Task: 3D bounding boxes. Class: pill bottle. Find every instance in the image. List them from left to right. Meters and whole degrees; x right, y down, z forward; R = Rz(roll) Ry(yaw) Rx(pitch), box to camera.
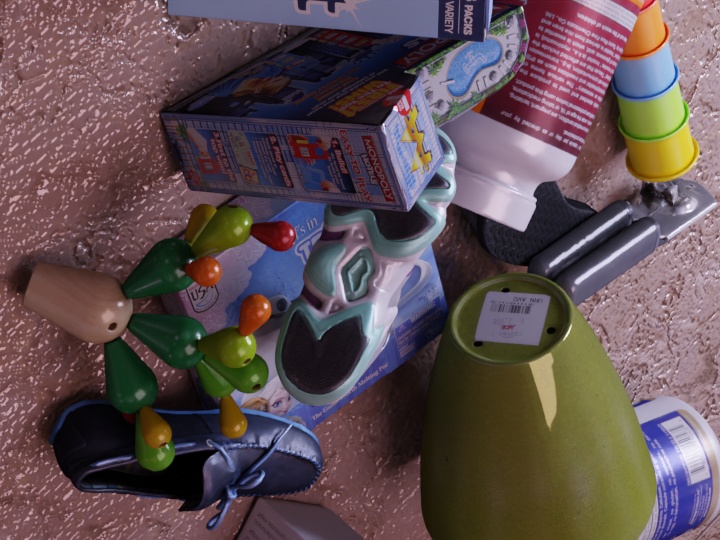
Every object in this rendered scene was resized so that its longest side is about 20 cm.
[{"bbox_3d":[0.115,-0.135,1.474,0.113,0.113,0.201,18,96,-47],"label":"pill bottle"},{"bbox_3d":[0.199,0.187,1.778,0.199,0.120,0.121,-16,126,-34],"label":"pill bottle"}]

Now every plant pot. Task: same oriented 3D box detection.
[{"bbox_3d":[0.122,0.103,1.593,0.187,0.187,0.201,-35,138,-20],"label":"plant pot"}]

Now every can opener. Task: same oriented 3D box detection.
[{"bbox_3d":[0.206,-0.016,1.664,0.199,0.053,0.067,-33,143,-36],"label":"can opener"}]

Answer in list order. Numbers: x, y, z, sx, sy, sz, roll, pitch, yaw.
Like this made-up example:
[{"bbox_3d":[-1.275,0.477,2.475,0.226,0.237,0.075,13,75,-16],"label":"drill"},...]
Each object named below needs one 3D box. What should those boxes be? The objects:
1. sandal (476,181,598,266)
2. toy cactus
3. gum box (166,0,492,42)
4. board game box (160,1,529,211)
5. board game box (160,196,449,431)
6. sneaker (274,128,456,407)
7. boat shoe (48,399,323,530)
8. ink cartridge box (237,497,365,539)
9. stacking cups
[{"bbox_3d":[0.126,-0.040,1.622,0.076,0.048,0.200,-58,151,3],"label":"sandal"},{"bbox_3d":[-0.132,0.030,1.362,0.103,0.164,0.201,-73,-175,-54],"label":"toy cactus"},{"bbox_3d":[-0.018,-0.226,1.255,0.045,0.198,0.171,-74,167,-52],"label":"gum box"},{"bbox_3d":[0.007,-0.104,1.340,0.199,0.199,0.062,-31,118,-23],"label":"board game box"},{"bbox_3d":[-0.037,0.017,1.504,0.199,0.043,0.200,-36,135,-19],"label":"board game box"},{"bbox_3d":[0.000,0.000,1.425,0.201,0.077,0.140,-60,176,-8],"label":"sneaker"},{"bbox_3d":[-0.117,0.142,1.458,0.198,0.069,0.085,3,129,-23],"label":"boat shoe"},{"bbox_3d":[-0.053,0.297,1.599,0.084,0.144,0.201,14,107,-46],"label":"ink cartridge box"},{"bbox_3d":[0.211,-0.157,1.606,0.060,0.060,0.201,-38,135,-17],"label":"stacking cups"}]
